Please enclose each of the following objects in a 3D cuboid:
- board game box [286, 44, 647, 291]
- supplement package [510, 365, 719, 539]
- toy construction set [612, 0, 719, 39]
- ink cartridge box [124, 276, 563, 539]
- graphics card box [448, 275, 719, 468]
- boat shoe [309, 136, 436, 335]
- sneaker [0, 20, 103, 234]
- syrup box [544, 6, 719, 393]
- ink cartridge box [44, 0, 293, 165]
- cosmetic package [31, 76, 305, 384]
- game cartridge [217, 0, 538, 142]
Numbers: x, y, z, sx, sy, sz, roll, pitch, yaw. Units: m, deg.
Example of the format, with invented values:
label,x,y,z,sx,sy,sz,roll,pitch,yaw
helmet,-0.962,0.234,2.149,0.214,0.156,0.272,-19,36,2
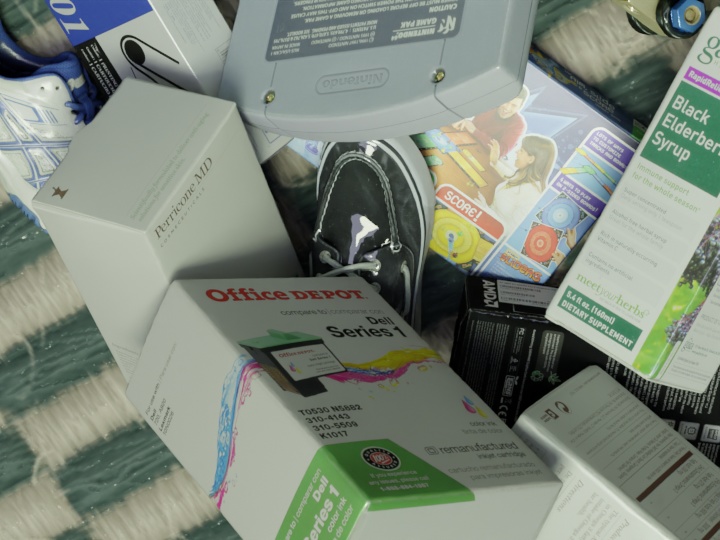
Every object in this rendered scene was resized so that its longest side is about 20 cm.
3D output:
label,x,y,z,sx,sy,sz,roll,pitch,yaw
board game box,0.058,-0.085,1.305,0.200,0.034,0.135,36,112,-6
supplement package,0.159,0.170,1.235,0.200,0.117,0.117,41,116,13
toy construction set,0.175,-0.208,1.220,0.200,0.092,0.131,31,87,-11
ink cartridge box,-0.013,0.090,1.177,0.200,0.145,0.084,45,123,38
graphics card box,0.151,0.079,1.324,0.200,0.051,0.126,6,118,-4
boat shoe,0.000,0.000,1.300,0.072,0.068,0.200,13,130,14
sneaker,-0.184,-0.083,1.321,0.200,0.075,0.088,35,115,-6
syrup box,0.196,-0.038,1.212,0.079,0.081,0.200,33,99,32
ink cartridge box,-0.129,-0.144,1.286,0.094,0.044,0.200,-13,112,50
cosmetic package,-0.104,-0.004,1.270,0.085,0.108,0.200,16,148,27
game cartridge,0.012,-0.138,1.210,0.200,0.042,0.133,-3,71,37
